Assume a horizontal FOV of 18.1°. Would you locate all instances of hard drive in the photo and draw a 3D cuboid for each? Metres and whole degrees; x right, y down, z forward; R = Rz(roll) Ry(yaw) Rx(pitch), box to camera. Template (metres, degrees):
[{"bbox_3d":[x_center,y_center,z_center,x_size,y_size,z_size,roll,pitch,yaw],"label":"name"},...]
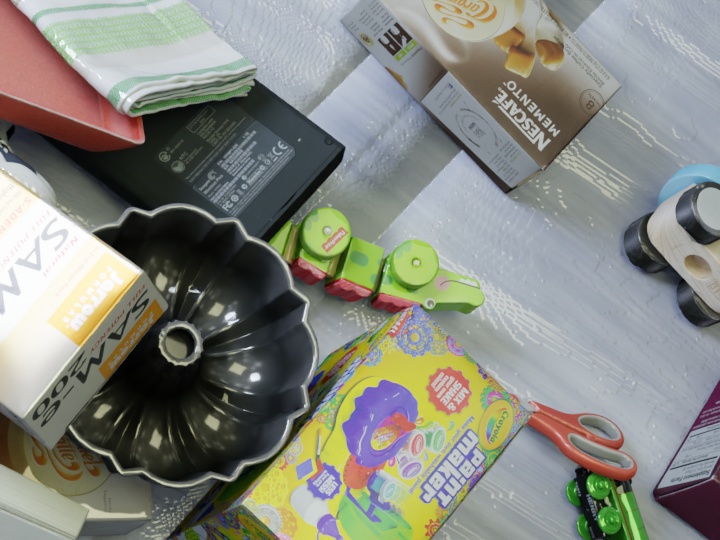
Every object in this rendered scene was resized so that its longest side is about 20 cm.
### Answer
[{"bbox_3d":[-0.132,-0.102,1.723,0.200,0.033,0.140,37,65,10],"label":"hard drive"}]

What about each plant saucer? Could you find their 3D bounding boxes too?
[{"bbox_3d":[-0.261,-0.168,1.646,0.200,0.037,0.200,20,32,-26],"label":"plant saucer"}]

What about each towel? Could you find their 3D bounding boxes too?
[{"bbox_3d":[-0.184,-0.196,1.690,0.200,0.031,0.149,47,34,21],"label":"towel"}]

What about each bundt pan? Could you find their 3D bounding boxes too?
[{"bbox_3d":[-0.135,0.060,1.578,0.201,0.076,0.202,6,72,-19],"label":"bundt pan"}]

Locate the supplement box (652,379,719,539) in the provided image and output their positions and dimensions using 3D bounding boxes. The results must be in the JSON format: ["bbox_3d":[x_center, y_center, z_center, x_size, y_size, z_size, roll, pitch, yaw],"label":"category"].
[{"bbox_3d":[0.352,0.136,1.838,0.131,0.103,0.200,37,67,-9],"label":"supplement box"}]

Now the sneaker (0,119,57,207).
[{"bbox_3d":[-0.270,-0.104,1.646,0.199,0.080,0.130,21,48,32],"label":"sneaker"}]

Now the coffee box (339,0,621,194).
[{"bbox_3d":[0.097,-0.176,1.835,0.200,0.080,0.114,47,65,-4],"label":"coffee box"}]

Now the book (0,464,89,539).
[{"bbox_3d":[-0.297,0.172,1.549,0.200,0.134,0.048,24,40,-2],"label":"book"}]

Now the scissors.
[{"bbox_3d":[0.130,0.112,1.787,0.200,0.014,0.073,24,31,-14],"label":"scissors"}]

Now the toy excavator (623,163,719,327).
[{"bbox_3d":[0.349,-0.034,1.895,0.194,0.100,0.200,46,57,-6],"label":"toy excavator"}]

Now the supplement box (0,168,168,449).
[{"bbox_3d":[-0.245,0.007,1.490,0.200,0.074,0.126,34,77,19],"label":"supplement box"}]

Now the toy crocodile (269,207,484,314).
[{"bbox_3d":[0.000,0.000,1.759,0.200,0.068,0.062,19,75,-13],"label":"toy crocodile"}]

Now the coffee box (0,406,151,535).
[{"bbox_3d":[-0.218,0.087,1.635,0.114,0.080,0.200,2,75,-20],"label":"coffee box"}]

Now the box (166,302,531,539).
[{"bbox_3d":[-0.011,0.152,1.645,0.122,0.193,0.200,44,65,-6],"label":"box"}]

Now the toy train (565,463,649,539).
[{"bbox_3d":[0.217,0.246,1.793,0.056,0.042,0.200,-11,80,-33],"label":"toy train"}]
